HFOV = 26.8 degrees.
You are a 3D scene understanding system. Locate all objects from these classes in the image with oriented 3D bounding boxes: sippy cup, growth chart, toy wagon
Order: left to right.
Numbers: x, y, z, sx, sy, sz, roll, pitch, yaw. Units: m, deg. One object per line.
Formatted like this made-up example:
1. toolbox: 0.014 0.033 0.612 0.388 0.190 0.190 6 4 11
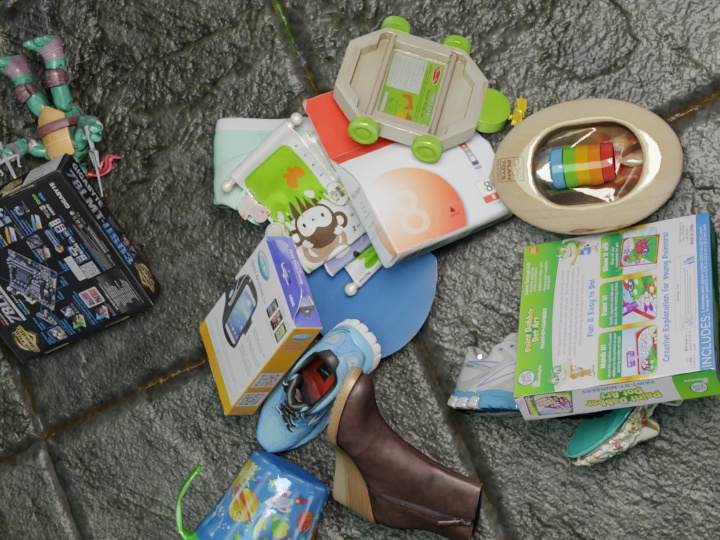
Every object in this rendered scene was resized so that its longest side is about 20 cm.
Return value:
1. sippy cup: -0.103 0.274 1.650 0.139 0.177 0.131 25 88 48
2. growth chart: -0.044 -0.068 1.617 0.200 0.018 0.145 41 112 3
3. toy wagon: 0.074 -0.182 1.578 0.198 0.040 0.156 17 57 0

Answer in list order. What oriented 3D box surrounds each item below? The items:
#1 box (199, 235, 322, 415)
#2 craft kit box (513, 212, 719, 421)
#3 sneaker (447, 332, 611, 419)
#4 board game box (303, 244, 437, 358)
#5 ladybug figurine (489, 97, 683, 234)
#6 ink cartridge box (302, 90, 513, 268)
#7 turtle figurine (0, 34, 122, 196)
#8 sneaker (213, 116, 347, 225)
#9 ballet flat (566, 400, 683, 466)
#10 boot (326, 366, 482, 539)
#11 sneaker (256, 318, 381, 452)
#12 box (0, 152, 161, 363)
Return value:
1. box: -0.105 0.055 1.632 0.200 0.041 0.120 -49 50 41
2. craft kit box: 0.253 0.045 1.483 0.196 0.049 0.201 -8 47 20
3. sneaker: 0.174 0.107 1.545 0.199 0.075 0.087 0 77 41
4. board game box: 0.000 0.000 1.653 0.200 0.039 0.158 45 112 19
5. ladybug figurine: 0.230 -0.104 1.535 0.198 0.072 0.137 -2 87 19
6. ink cartridge box: 0.055 -0.122 1.574 0.201 0.161 0.050 64 155 8
7. turtle figurine: -0.361 -0.165 1.767 0.149 0.101 0.201 -20 86 15
8. sneaker: -0.076 -0.106 1.662 0.199 0.074 0.119 2 85 32
9. ballet flat: 0.289 0.130 1.520 0.064 0.076 0.201 30 109 -15
10. boot: 0.052 0.196 1.582 0.165 0.072 0.201 15 131 17
11. sneaker: -0.065 0.131 1.634 0.078 0.090 0.200 47 126 13
12. box: -0.365 -0.010 1.743 0.197 0.050 0.201 -23 116 22
